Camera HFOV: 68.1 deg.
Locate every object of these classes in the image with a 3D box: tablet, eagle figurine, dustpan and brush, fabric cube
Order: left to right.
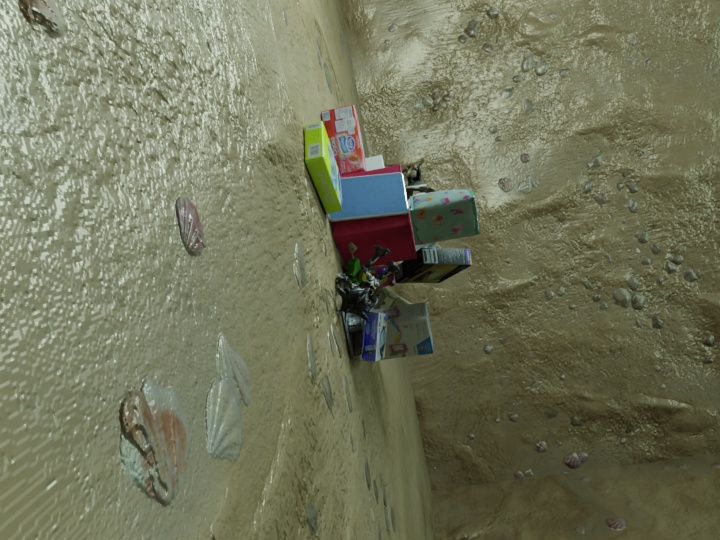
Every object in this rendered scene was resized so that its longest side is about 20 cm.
[{"bbox_3d":[0.002,0.123,1.354,0.200,0.057,0.140,-68,147,-78],"label":"dustpan and brush"},{"bbox_3d":[0.016,-0.187,1.348,0.014,0.199,0.130,87,-3,-62],"label":"tablet"},{"bbox_3d":[0.036,-0.141,1.451,0.196,0.199,0.200,66,15,-60],"label":"fabric cube"},{"bbox_3d":[0.179,-0.266,1.707,0.152,0.151,0.200,32,-27,36],"label":"eagle figurine"}]

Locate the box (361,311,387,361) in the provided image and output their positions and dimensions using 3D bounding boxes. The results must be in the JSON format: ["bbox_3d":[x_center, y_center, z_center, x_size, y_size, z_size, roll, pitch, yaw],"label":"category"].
[{"bbox_3d":[0.036,0.164,1.337,0.200,0.041,0.119,33,61,-80],"label":"box"}]

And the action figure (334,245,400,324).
[{"bbox_3d":[0.005,0.041,1.248,0.119,0.200,0.102,46,-21,-10],"label":"action figure"}]

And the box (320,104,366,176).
[{"bbox_3d":[-0.044,-0.354,1.520,0.095,0.099,0.200,48,32,-77],"label":"box"}]

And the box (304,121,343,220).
[{"bbox_3d":[-0.082,-0.227,1.236,0.200,0.048,0.122,70,13,-54],"label":"box"}]

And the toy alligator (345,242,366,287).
[{"bbox_3d":[-0.018,0.008,1.418,0.054,0.059,0.200,-50,148,-24],"label":"toy alligator"}]

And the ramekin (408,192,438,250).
[{"bbox_3d":[0.184,-0.142,1.633,0.105,0.200,0.200,38,-12,23],"label":"ramekin"}]

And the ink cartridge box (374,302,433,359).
[{"bbox_3d":[0.110,0.186,1.603,0.085,0.199,0.145,-84,163,-54],"label":"ink cartridge box"}]

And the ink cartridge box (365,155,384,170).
[{"bbox_3d":[0.024,-0.240,1.731,0.200,0.144,0.147,71,10,-52],"label":"ink cartridge box"}]

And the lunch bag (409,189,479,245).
[{"bbox_3d":[0.213,-0.149,1.377,0.200,0.170,0.122,-74,153,-70],"label":"lunch bag"}]

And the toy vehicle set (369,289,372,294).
[{"bbox_3d":[0.000,0.000,1.626,0.200,0.026,0.125,56,20,-76],"label":"toy vehicle set"}]

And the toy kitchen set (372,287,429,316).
[{"bbox_3d":[0.100,0.170,1.733,0.163,0.200,0.180,-59,179,4],"label":"toy kitchen set"}]

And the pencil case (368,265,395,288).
[{"bbox_3d":[0.056,-0.034,1.682,0.200,0.088,0.088,-104,178,-45],"label":"pencil case"}]

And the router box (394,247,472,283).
[{"bbox_3d":[0.209,-0.012,1.571,0.200,0.157,0.052,139,-52,-65],"label":"router box"}]
